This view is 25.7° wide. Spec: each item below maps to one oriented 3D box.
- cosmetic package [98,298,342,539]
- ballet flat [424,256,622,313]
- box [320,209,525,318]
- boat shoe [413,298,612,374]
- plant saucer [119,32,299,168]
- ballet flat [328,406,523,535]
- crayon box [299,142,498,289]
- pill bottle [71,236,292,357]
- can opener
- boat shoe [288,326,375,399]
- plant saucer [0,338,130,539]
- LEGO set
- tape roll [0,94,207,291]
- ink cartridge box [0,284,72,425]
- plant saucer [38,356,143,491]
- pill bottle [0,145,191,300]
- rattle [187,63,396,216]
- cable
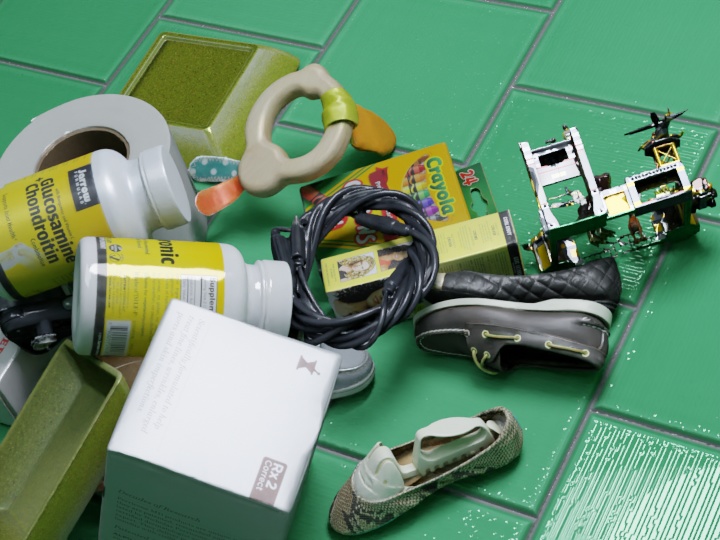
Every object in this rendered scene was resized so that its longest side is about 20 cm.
[{"bbox_3d":[-0.127,0.163,1.410,0.164,0.200,0.166,18,54,1],"label":"cosmetic package"},{"bbox_3d":[0.157,0.016,1.557,0.198,0.067,0.057,1,71,4],"label":"ballet flat"},{"bbox_3d":[0.065,0.003,1.598,0.199,0.075,0.050,-16,48,5],"label":"box"},{"bbox_3d":[0.141,0.067,1.521,0.200,0.072,0.061,-3,61,24],"label":"boat shoe"},{"bbox_3d":[-0.201,-0.208,1.859,0.198,0.048,0.201,11,56,25],"label":"plant saucer"},{"bbox_3d":[0.055,0.175,1.457,0.199,0.076,0.068,-24,49,-3],"label":"ballet flat"},{"bbox_3d":[0.044,-0.059,1.670,0.199,0.051,0.127,-17,48,2],"label":"crayon box"},{"bbox_3d":[-0.169,0.028,1.490,0.198,0.112,0.112,3,47,-15],"label":"pill bottle"},{"bbox_3d":[-0.271,0.038,1.606,0.198,0.063,0.079,-7,71,-19],"label":"can opener"},{"bbox_3d":[-0.083,0.074,1.568,0.200,0.065,0.075,15,42,11],"label":"boat shoe"},{"bbox_3d":[-0.284,0.176,1.482,0.201,0.048,0.199,-60,26,-7],"label":"plant saucer"},{"bbox_3d":[0.241,-0.086,1.565,0.199,0.154,0.117,-20,65,10],"label":"LEGO set"},{"bbox_3d":[-0.280,-0.072,1.720,0.201,0.140,0.204,-9,49,10],"label":"tape roll"},{"bbox_3d":[-0.412,0.068,1.680,0.199,0.084,0.146,12,56,24],"label":"ink cartridge box"},{"bbox_3d":[-0.233,0.145,1.595,0.199,0.036,0.201,-9,49,10],"label":"plant saucer"},{"bbox_3d":[-0.273,-0.052,1.548,0.199,0.112,0.112,-20,48,4],"label":"pill bottle"},{"bbox_3d":[-0.077,-0.121,1.731,0.130,0.143,0.200,45,98,14],"label":"rattle"},{"bbox_3d":[0.000,0.000,1.547,0.162,0.051,0.201,-16,45,-3],"label":"cable"}]
